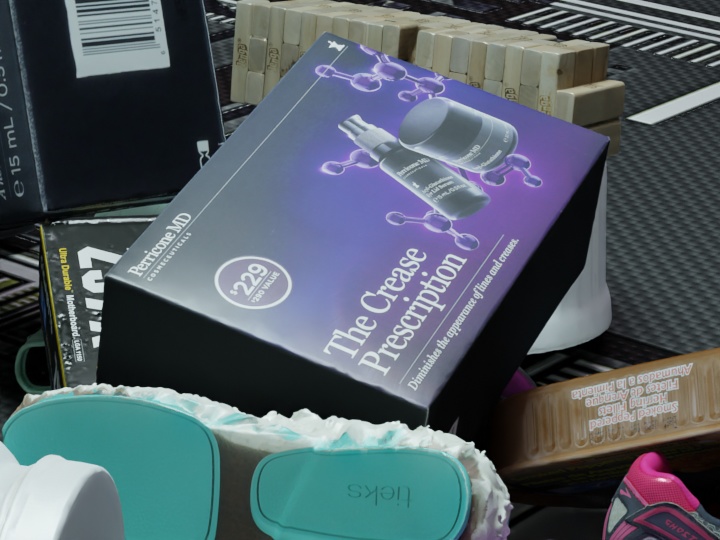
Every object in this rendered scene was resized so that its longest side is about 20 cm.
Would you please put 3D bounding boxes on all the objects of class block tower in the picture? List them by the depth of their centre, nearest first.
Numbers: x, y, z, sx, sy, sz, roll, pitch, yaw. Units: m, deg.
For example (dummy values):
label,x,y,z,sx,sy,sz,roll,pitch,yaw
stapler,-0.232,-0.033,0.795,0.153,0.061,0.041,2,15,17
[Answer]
label,x,y,z,sx,sy,sz,roll,pitch,yaw
block tower,0.031,-0.096,1.209,0.199,0.054,0.058,13,15,31

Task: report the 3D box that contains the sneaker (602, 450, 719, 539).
label,x,y,z,sx,sy,sz,roll,pitch,yaw
sneaker,0.192,0.110,0.961,0.199,0.075,0.081,-2,21,-16

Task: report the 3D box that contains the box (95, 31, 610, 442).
label,x,y,z,sx,sy,sz,roll,pitch,yaw
box,0.000,0.000,1.003,0.141,0.079,0.200,19,40,16

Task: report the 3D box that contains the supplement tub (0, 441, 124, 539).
label,x,y,z,sx,sy,sz,roll,pitch,yaw
supplement tub,-0.188,0.113,0.793,0.199,0.141,0.140,6,20,8

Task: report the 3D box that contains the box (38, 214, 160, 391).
label,x,y,z,sx,sy,sz,roll,pitch,yaw
box,-0.047,0.054,1.025,0.159,0.049,0.200,-3,41,-11

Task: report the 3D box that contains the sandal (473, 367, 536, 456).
label,x,y,z,sx,sy,sz,roll,pitch,yaw
sandal,0.048,0.053,1.127,0.200,0.048,0.075,6,17,13

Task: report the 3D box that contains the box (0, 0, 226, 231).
label,x,y,z,sx,sy,sz,roll,pitch,yaw
box,-0.178,-0.117,1.163,0.117,0.197,0.200,-11,2,-43

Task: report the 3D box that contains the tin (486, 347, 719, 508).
label,x,y,z,sx,sy,sz,roll,pitch,yaw
tin,0.139,0.063,0.993,0.200,0.042,0.112,-15,-16,38

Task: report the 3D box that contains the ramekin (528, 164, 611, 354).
label,x,y,z,sx,sy,sz,roll,pitch,yaw
ramekin,0.033,-0.028,1.249,0.200,0.098,0.201,3,14,-1

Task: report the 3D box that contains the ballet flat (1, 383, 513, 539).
label,x,y,z,sx,sy,sz,roll,pitch,yaw
ballet flat,-0.036,0.085,0.902,0.199,0.072,0.072,7,20,22

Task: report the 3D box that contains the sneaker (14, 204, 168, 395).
label,x,y,z,sx,sy,sz,roll,pitch,yaw
sneaker,-0.123,0.013,1.183,0.118,0.074,0.200,-17,20,-23

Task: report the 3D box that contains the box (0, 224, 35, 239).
label,x,y,z,sx,sy,sz,roll,pitch,yaw
box,-0.255,-0.102,1.280,0.050,0.201,0.157,8,19,45
